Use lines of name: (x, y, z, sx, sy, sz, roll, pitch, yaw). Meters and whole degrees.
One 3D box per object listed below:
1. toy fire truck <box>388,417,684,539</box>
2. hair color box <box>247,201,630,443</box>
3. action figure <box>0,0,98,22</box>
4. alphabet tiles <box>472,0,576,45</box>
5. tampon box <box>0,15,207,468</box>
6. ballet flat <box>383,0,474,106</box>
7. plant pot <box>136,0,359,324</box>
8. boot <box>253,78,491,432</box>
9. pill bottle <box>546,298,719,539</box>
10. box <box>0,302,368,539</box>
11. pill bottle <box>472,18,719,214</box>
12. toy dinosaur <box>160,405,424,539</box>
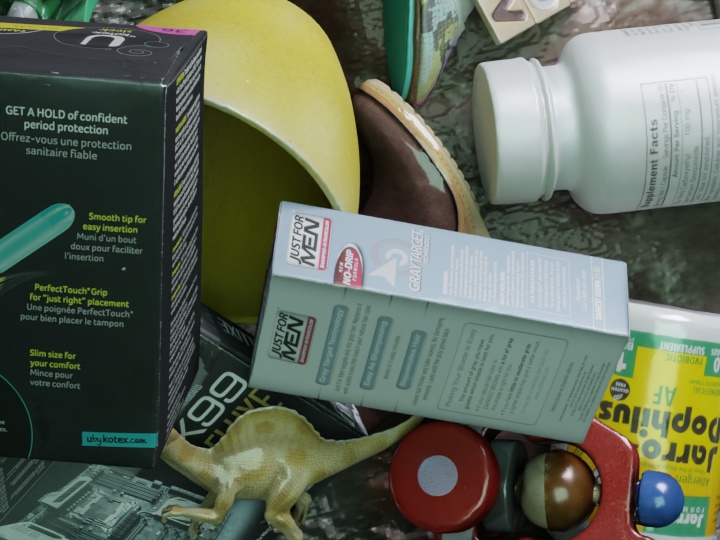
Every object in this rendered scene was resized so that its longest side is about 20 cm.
toy fire truck: (0.105, 0.169, 1.056, 0.167, 0.112, 0.202, 4, 79, 17)
hair color box: (0.042, 0.031, 1.007, 0.198, 0.061, 0.099, 10, 136, -5)
action figure: (-0.202, -0.165, 1.074, 0.117, 0.055, 0.201, 14, 47, 18)
alphabet tiles: (0.074, -0.250, 1.123, 0.167, 0.008, 0.201, -32, 96, -31)
tampon box: (-0.162, -0.020, 0.918, 0.148, 0.126, 0.202, 5, 110, 3)
ballet flat: (0.041, -0.208, 1.134, 0.071, 0.069, 0.202, -11, 91, -17)
plant pot: (-0.082, -0.086, 1.072, 0.199, 0.200, 0.143, 25, 53, -6)
boot: (0.000, 0.000, 1.131, 0.166, 0.072, 0.201, -31, 99, -6)
pill bottle: (0.175, 0.122, 1.134, 0.112, 0.113, 0.202, 9, 92, -6)
box: (-0.118, 0.123, 1.081, 0.157, 0.050, 0.200, 35, 105, -33)
pill bottle: (0.175, -0.095, 1.124, 0.198, 0.114, 0.115, -6, 93, -5)
toy dinosaur: (-0.045, 0.120, 1.037, 0.198, 0.058, 0.102, -1, 120, -18)
